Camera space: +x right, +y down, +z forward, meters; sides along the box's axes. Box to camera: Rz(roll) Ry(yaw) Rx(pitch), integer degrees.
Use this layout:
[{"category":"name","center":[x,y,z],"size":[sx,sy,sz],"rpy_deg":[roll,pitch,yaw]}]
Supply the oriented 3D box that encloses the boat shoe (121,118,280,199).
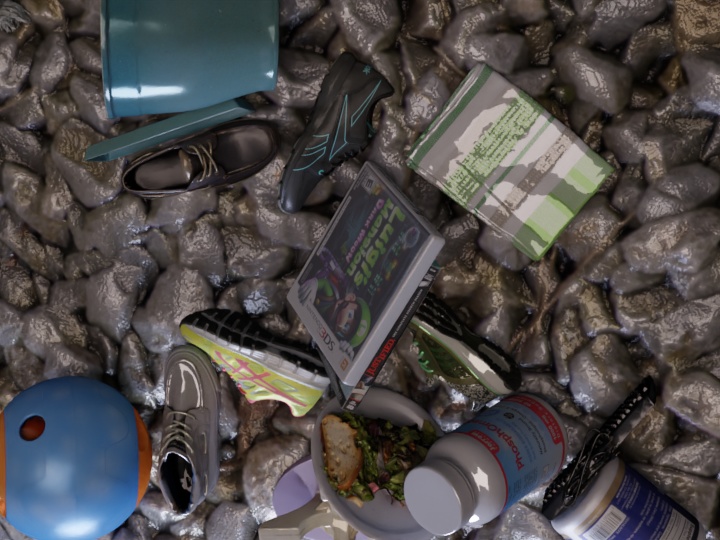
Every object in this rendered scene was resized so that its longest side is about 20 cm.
[{"category":"boat shoe","center":[-0.189,-0.122,1.443],"size":[0.199,0.073,0.075],"rpy_deg":[-19,102,13]}]

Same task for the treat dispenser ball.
[{"category":"treat dispenser ball","center":[-0.354,0.230,1.495],"size":[0.200,0.201,0.202],"rpy_deg":[2,105,8]}]

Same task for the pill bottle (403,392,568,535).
[{"category":"pill bottle","center":[0.144,0.224,1.413],"size":[0.108,0.200,0.109],"rpy_deg":[18,119,37]}]

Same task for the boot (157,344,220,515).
[{"category":"boot","center":[-0.214,0.200,1.521],"size":[0.073,0.096,0.201],"rpy_deg":[-4,104,9]}]

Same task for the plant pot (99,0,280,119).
[{"category":"plant pot","center":[-0.184,-0.267,1.353],"size":[0.187,0.200,0.201],"rpy_deg":[0,105,-8]}]

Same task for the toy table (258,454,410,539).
[{"category":"toy table","center":[-0.020,0.296,1.509],"size":[0.199,0.117,0.185],"rpy_deg":[-16,102,13]}]

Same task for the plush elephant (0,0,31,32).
[{"category":"plush elephant","center":[-0.473,-0.343,1.382],"size":[0.165,0.155,0.200],"rpy_deg":[-39,96,16]}]

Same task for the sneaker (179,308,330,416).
[{"category":"sneaker","center":[-0.135,0.118,1.500],"size":[0.199,0.078,0.091],"rpy_deg":[26,114,3]}]

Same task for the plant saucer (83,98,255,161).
[{"category":"plant saucer","center":[-0.225,-0.165,1.441],"size":[0.199,0.070,0.019],"rpy_deg":[-18,90,12]}]

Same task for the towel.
[{"category":"towel","center":[0.170,-0.122,1.414],"size":[0.200,0.031,0.149],"rpy_deg":[37,107,-3]}]

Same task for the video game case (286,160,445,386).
[{"category":"video game case","center":[0.000,0.000,1.406],"size":[0.023,0.182,0.200],"rpy_deg":[19,111,-36]}]

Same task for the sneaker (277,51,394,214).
[{"category":"sneaker","center":[-0.033,-0.147,1.414],"size":[0.079,0.075,0.201],"rpy_deg":[27,107,-2]}]

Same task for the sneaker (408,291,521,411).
[{"category":"sneaker","center":[0.092,0.100,1.467],"size":[0.200,0.077,0.089],"rpy_deg":[39,115,-1]}]

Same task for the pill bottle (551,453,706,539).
[{"category":"pill bottle","center":[0.335,0.317,1.463],"size":[0.200,0.116,0.116],"rpy_deg":[38,107,-3]}]

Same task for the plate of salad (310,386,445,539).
[{"category":"plate of salad","center":[0.036,0.223,1.446],"size":[0.200,0.200,0.048],"rpy_deg":[38,136,-3]}]

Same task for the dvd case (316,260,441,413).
[{"category":"dvd case","center":[0.017,0.046,1.425],"size":[0.022,0.146,0.201],"rpy_deg":[21,110,-24]}]

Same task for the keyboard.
[{"category":"keyboard","center":[0.271,0.204,1.447],"size":[0.040,0.104,0.200],"rpy_deg":[36,106,-3]}]
